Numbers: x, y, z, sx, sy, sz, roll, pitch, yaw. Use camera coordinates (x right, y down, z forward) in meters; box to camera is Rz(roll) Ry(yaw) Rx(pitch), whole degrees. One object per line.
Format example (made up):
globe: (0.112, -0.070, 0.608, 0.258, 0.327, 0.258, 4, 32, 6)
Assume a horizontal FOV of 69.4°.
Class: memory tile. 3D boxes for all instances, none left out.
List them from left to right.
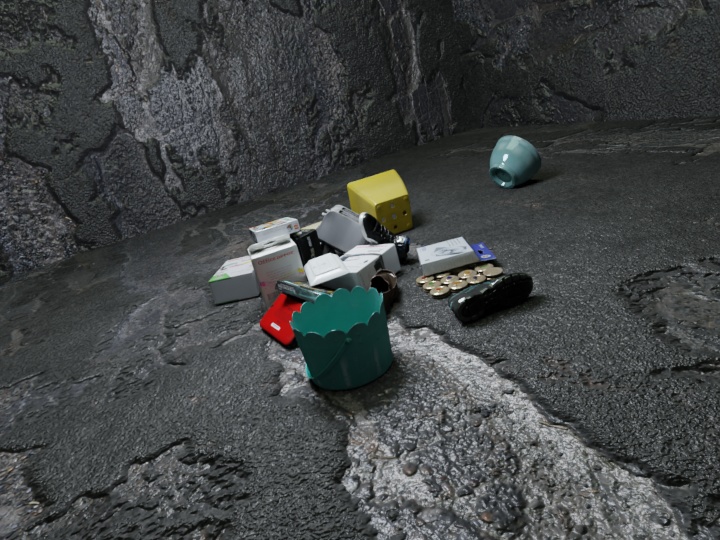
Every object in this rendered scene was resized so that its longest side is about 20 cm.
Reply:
memory tile: (0.254, 0.017, 1.347, 0.198, 0.017, 0.153, -17, 20, -9)

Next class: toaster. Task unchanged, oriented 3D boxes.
toaster: (-0.042, -0.120, 1.679, 0.199, 0.119, 0.181, 28, 15, -1)

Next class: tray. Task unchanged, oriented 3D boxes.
tray: (-0.098, -0.010, 1.413, 0.107, 0.022, 0.200, -20, 18, -6)

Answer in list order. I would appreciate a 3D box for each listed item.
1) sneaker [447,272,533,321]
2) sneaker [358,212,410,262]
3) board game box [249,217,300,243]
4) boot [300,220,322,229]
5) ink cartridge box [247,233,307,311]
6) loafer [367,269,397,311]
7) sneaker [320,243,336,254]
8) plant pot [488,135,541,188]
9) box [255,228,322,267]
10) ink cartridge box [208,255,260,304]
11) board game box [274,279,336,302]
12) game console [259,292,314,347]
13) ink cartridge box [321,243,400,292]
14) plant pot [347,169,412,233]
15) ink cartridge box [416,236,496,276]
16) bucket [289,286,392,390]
sneaker: (0.286, 0.047, 1.155, 0.198, 0.076, 0.079, -18, 17, -10)
sneaker: (0.083, -0.103, 1.536, 0.111, 0.200, 0.074, -3, 52, 32)
board game box: (-0.257, -0.122, 1.535, 0.125, 0.035, 0.200, -19, 12, -14)
boot: (-0.173, -0.138, 1.995, 0.154, 0.073, 0.200, -20, 15, -8)
ink cartridge box: (-0.229, 0.001, 1.455, 0.128, 0.202, 0.125, -18, 20, -13)
loafer: (0.058, 0.042, 1.313, 0.072, 0.072, 0.200, 8, 27, 6)
sneaker: (-0.121, -0.060, 1.746, 0.074, 0.079, 0.200, -49, 20, 11)
plant pot: (0.595, -0.413, 2.069, 0.134, 0.200, 0.200, -51, 31, -15)
box: (-0.213, -0.037, 1.608, 0.199, 0.165, 0.086, 4, 26, 40)
ink cartridge box: (-0.385, 0.022, 1.684, 0.143, 0.085, 0.200, -12, 19, 6)
board game box: (-0.101, 0.061, 1.318, 0.199, 0.028, 0.135, 16, 6, 35)
game console: (-0.138, 0.125, 1.328, 0.173, 0.119, 0.199, -53, 31, -12)
ink cartridge box: (0.000, 0.000, 1.470, 0.144, 0.085, 0.200, 0, 24, 38)
plant pot: (0.087, -0.225, 1.896, 0.198, 0.201, 0.176, -19, 32, -14)
ink cartridge box: (0.261, -0.050, 1.456, 0.198, 0.041, 0.200, -14, 14, 5)
bucket: (-0.034, 0.134, 1.048, 0.205, 0.136, 0.207, -12, 18, 4)
